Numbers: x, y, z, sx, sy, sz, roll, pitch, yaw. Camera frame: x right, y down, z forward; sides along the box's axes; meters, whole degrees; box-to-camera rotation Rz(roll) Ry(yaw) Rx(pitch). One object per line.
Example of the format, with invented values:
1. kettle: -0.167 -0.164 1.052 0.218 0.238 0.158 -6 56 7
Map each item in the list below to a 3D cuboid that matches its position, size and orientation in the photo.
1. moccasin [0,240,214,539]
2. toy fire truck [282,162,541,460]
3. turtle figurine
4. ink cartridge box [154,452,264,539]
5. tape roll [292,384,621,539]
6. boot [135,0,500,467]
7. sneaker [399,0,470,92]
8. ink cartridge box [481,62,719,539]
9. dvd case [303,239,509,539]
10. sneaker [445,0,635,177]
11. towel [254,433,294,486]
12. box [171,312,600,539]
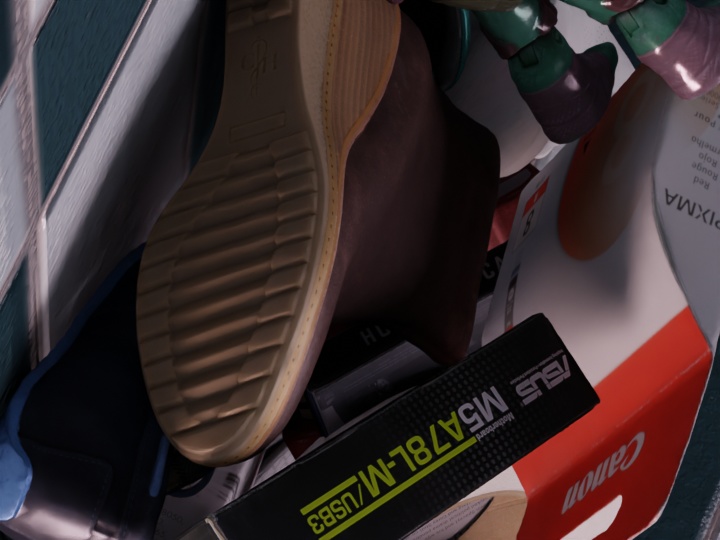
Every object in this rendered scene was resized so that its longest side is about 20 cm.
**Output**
1. moccasin: -0.075 0.052 0.930 0.200 0.068 0.081 -61 174 -63
2. toy fire truck: 0.000 0.000 1.286 0.199 0.113 0.168 -31 -164 -2
3. turtle figurine: 0.040 -0.132 0.933 0.149 0.200 0.101 3 -127 56
4. ink cartridge box: -0.090 0.104 1.141 0.116 0.066 0.201 110 4 -51
5. tape roll: 0.028 0.120 1.203 0.202 0.037 0.203 -24 148 -16
6. boot: 0.000 -0.001 0.937 0.166 0.072 0.201 43 48 -49
7. sneaker: -0.001 -0.079 1.081 0.121 0.083 0.201 -71 176 -58
8. ink cartridge box: 0.084 0.024 1.012 0.162 0.050 0.201 -49 -164 58
9. dvd case: 0.057 0.061 1.210 0.150 0.025 0.200 -29 148 -7
10. sneaker: 0.088 -0.078 1.165 0.075 0.088 0.200 -43 -168 22
11. towel: -0.096 0.161 1.318 0.200 0.032 0.192 -34 154 -48
12. box: -0.037 0.104 0.951 0.200 0.048 0.193 -37 177 41
